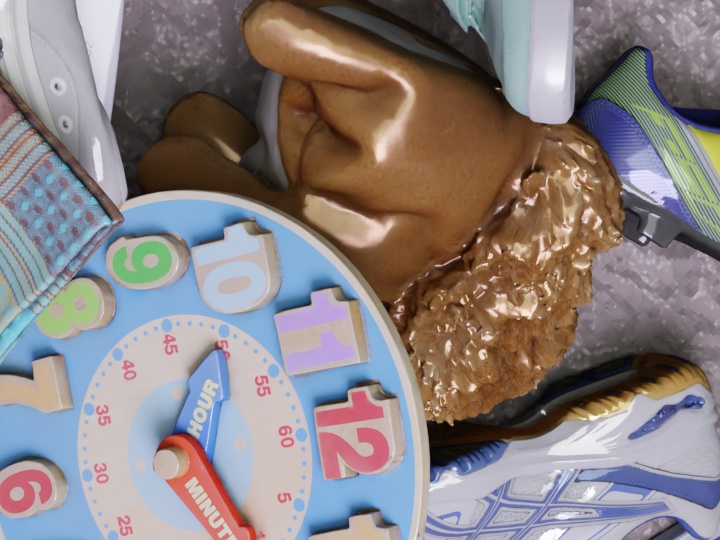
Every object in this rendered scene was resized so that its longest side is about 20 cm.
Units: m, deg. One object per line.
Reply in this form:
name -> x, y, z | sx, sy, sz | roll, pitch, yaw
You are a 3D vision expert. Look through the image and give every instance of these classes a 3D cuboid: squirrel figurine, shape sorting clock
squirrel figurine -> 0.000, 0.000, 0.983 | 0.200, 0.142, 0.187 | 24, 101, -10
shape sorting clock -> -0.063, 0.070, 0.915 | 0.200, 0.039, 0.200 | 1, 92, 27

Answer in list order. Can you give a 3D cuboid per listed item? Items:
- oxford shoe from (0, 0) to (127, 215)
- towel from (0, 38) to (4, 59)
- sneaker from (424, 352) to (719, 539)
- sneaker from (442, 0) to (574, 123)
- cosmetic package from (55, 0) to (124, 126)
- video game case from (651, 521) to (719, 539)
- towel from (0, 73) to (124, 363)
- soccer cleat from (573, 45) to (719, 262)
oxford shoe -> -0.132, -0.098, 0.903 | 0.058, 0.075, 0.200 | -20, 99, -51
towel -> -0.231, -0.085, 0.874 | 0.200, 0.023, 0.144 | 40, 109, 11
sneaker -> 0.064, 0.105, 1.040 | 0.200, 0.075, 0.088 | -17, 102, -5
sneaker -> 0.015, -0.127, 0.951 | 0.118, 0.200, 0.074 | -11, 143, -5
cosmetic package -> -0.195, -0.106, 0.957 | 0.200, 0.081, 0.113 | 6, 101, -11
video game case -> 0.227, 0.176, 1.108 | 0.143, 0.018, 0.200 | -31, 103, -2
towel -> -0.192, -0.005, 0.902 | 0.147, 0.022, 0.200 | 48, 117, 7
soccer cleat -> 0.181, -0.027, 1.042 | 0.200, 0.065, 0.084 | 27, 88, -13
